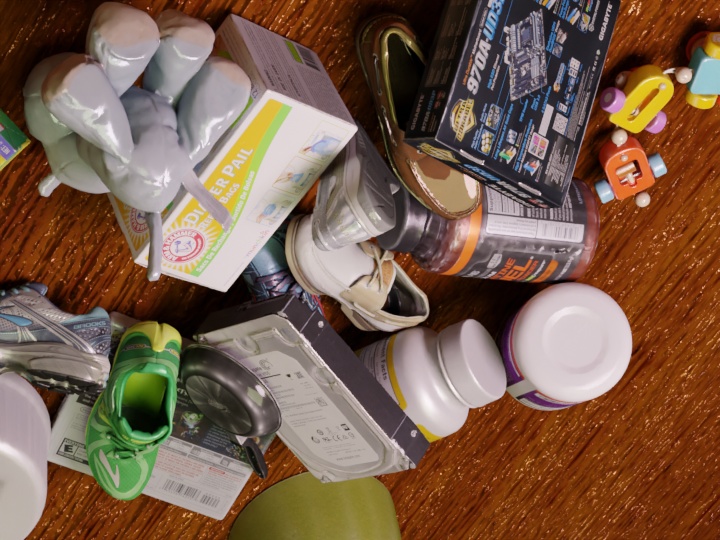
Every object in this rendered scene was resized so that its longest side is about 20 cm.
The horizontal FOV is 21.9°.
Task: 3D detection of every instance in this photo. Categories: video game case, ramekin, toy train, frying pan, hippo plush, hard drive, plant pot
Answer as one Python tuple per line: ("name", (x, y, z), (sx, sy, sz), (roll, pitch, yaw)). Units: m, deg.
("video game case", (-0.185, 0.143, 1.790), (0.200, 0.023, 0.182), (22, 120, -17))
("ramekin", (-0.383, 0.184, 1.714), (0.200, 0.098, 0.201), (-7, 129, -9))
("toy train", (0.293, -0.151, 1.740), (0.200, 0.056, 0.150), (-29, 136, 8))
("frying pan", (-0.129, 0.133, 1.740), (0.031, 0.115, 0.190), (-50, 169, -31))
("hippo plush", (-0.184, -0.120, 1.498), (0.159, 0.161, 0.200), (-36, 109, -23))
("hard drive", (-0.046, 0.110, 1.690), (0.140, 0.038, 0.200), (-15, 120, 48))
("plant pot", (-0.023, 0.344, 1.947), (0.187, 0.200, 0.187), (-12, 133, -13))

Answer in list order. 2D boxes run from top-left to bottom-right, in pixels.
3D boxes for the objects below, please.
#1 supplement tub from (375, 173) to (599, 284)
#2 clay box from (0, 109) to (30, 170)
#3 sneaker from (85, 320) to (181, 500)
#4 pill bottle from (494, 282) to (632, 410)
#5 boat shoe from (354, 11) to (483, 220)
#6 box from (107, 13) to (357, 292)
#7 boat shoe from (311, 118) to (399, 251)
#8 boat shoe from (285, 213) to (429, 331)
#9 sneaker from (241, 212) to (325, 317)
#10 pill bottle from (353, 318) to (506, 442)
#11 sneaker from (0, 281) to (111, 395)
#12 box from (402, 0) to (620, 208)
("supplement tub", (0.114, -0.045, 1.722), (0.200, 0.107, 0.107), (5, 128, -26))
("clay box", (-0.378, -0.077, 1.494), (0.200, 0.048, 0.115), (-41, 98, 14))
("sneaker", (-0.214, 0.140, 1.722), (0.074, 0.084, 0.200), (9, 124, -10))
("pill bottle", (0.191, 0.077, 1.807), (0.112, 0.113, 0.200), (-18, 174, -6))
("boat shoe", (0.051, -0.124, 1.595), (0.072, 0.068, 0.200), (-30, 109, -3))
("box", (-0.114, -0.096, 1.575), (0.101, 0.113, 0.200), (20, 121, -39))
("boat shoe", (-0.010, -0.072, 1.589), (0.065, 0.202, 0.074), (-30, 111, 11))
("boat shoe", (0.000, 0.000, 1.715), (0.068, 0.075, 0.200), (1, 160, 28))
("sneaker", (-0.062, 0.030, 1.722), (0.079, 0.096, 0.200), (-22, 135, -4))
("pill bottle", (0.036, 0.120, 1.797), (0.200, 0.111, 0.111), (-24, 138, 26))
("sneaker", (-0.319, 0.051, 1.661), (0.200, 0.086, 0.078), (14, 157, -9))
("box", (0.132, -0.172, 1.577), (0.159, 0.046, 0.200), (24, 78, -37))
